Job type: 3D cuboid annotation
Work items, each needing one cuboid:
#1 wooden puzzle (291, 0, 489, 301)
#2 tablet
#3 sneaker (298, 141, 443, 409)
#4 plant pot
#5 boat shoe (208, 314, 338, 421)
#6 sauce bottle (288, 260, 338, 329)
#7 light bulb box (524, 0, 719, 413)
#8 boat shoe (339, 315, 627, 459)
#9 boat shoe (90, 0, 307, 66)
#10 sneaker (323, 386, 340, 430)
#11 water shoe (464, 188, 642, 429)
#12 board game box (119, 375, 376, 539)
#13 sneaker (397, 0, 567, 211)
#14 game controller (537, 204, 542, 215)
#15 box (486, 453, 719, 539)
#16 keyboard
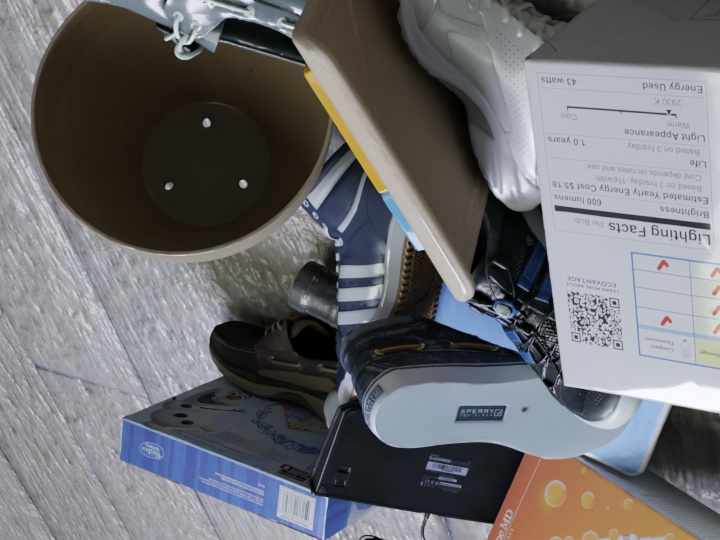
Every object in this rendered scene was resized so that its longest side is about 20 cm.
[{"bbox_3d":[0.022,-0.101,0.894,0.037,0.200,0.185,-22,118,22],"label":"wooden puzzle"},{"bbox_3d":[0.130,0.051,1.076,0.199,0.014,0.131,25,114,17],"label":"tablet"},{"bbox_3d":[0.000,0.000,1.086,0.108,0.070,0.201,36,126,30],"label":"sneaker"},{"bbox_3d":[-0.114,-0.091,1.046,0.200,0.201,0.135,32,169,9],"label":"plant pot"},{"bbox_3d":[-0.045,0.070,1.271,0.199,0.074,0.074,18,116,33],"label":"boat shoe"},{"bbox_3d":[0.038,0.052,1.165,0.199,0.066,0.066,25,144,20],"label":"sauce bottle"},{"bbox_3d":[0.208,-0.037,0.806,0.197,0.125,0.201,9,122,33],"label":"light bulb box"},{"bbox_3d":[0.086,0.073,1.035,0.199,0.091,0.071,6,119,-23],"label":"boat shoe"},{"bbox_3d":[-0.095,-0.163,0.946,0.199,0.062,0.073,5,176,-15],"label":"boat shoe"},{"bbox_3d":[0.054,0.133,1.196,0.199,0.079,0.095,23,-175,-20],"label":"sneaker"},{"bbox_3d":[0.099,0.022,0.946,0.200,0.079,0.072,57,133,34],"label":"water shoe"},{"bbox_3d":[-0.059,0.142,1.247,0.199,0.199,0.044,17,110,28],"label":"board game box"},{"bbox_3d":[0.094,-0.134,0.901,0.099,0.078,0.200,-17,121,32],"label":"sneaker"},{"bbox_3d":[0.176,-0.044,0.959,0.200,0.042,0.105,-25,98,52],"label":"game controller"},{"bbox_3d":[0.196,0.218,1.085,0.097,0.125,0.200,15,-169,-43],"label":"box"},{"bbox_3d":[0.053,0.167,1.131,0.199,0.128,0.021,14,-166,-25],"label":"keyboard"}]
